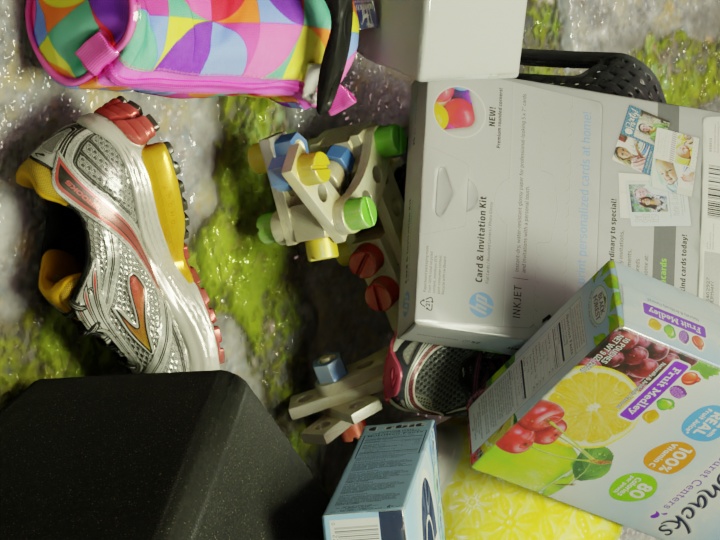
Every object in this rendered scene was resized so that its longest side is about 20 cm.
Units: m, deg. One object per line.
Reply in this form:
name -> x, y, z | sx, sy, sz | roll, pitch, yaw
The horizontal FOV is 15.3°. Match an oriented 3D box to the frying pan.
frying pan -> 0.002, -0.178, 1.403 | 0.115, 0.031, 0.190 | -54, 165, -27

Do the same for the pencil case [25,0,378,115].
pencil case -> -0.083, -0.130, 1.424 | 0.200, 0.088, 0.089 | 1, 94, -49

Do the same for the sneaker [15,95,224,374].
sneaker -> -0.131, 0.011, 1.410 | 0.082, 0.078, 0.201 | -26, 117, -24

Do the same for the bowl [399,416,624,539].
bowl -> 0.052, 0.149, 1.576 | 0.108, 0.200, 0.200 | 41, 61, -20

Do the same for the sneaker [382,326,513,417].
sneaker -> 0.106, 0.052, 1.545 | 0.199, 0.075, 0.081 | -4, 119, -25

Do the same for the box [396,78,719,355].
box -> 0.124, -0.025, 1.516 | 0.199, 0.041, 0.157 | 8, 72, -14

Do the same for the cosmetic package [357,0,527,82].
cosmetic package -> 0.044, -0.213, 1.471 | 0.071, 0.101, 0.201 | -4, 110, -31

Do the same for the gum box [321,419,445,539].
gum box -> 0.019, 0.183, 1.401 | 0.200, 0.044, 0.171 | -57, 141, -78

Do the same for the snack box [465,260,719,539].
snack box -> 0.180, 0.085, 1.487 | 0.200, 0.142, 0.053 | 22, 43, -25

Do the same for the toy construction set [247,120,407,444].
toy construction set -> 0.000, 0.000, 1.541 | 0.131, 0.092, 0.201 | -48, 136, -54

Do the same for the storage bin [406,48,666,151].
storage bin -> 0.128, -0.029, 1.662 | 0.094, 0.135, 0.200 | -48, 130, -36

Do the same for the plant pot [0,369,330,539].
plant pot -> -0.114, 0.162, 1.358 | 0.200, 0.199, 0.178 | 57, 41, -38
